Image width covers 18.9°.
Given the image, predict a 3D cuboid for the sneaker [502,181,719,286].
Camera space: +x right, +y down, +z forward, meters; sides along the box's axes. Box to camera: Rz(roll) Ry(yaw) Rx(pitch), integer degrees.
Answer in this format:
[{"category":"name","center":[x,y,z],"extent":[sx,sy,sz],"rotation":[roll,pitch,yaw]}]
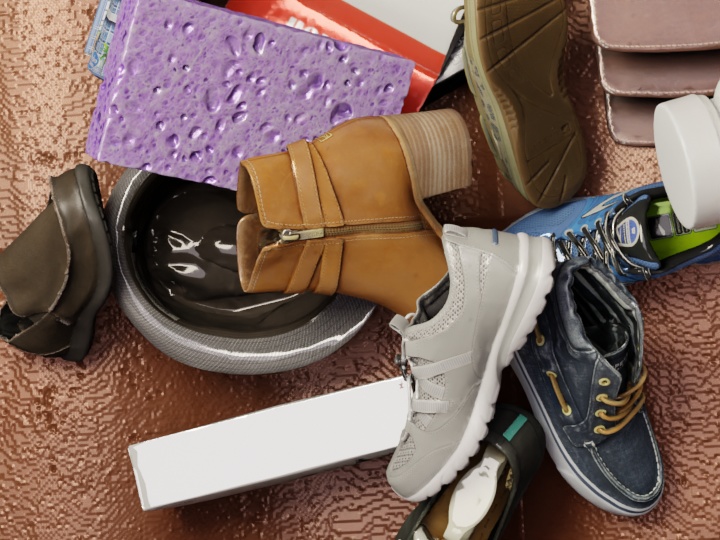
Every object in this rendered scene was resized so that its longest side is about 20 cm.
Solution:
[{"category":"sneaker","center":[0.171,-0.024,1.456],"extent":[0.199,0.089,0.079],"rotation":[-18,82,10]}]

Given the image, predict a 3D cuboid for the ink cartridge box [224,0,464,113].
[{"category":"ink cartridge box","center":[-0.001,-0.202,1.469],"extent":[0.162,0.050,0.201],"rotation":[29,84,9]}]

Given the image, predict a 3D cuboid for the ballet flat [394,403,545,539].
[{"category":"ballet flat","center":[0.058,0.176,1.435],"extent":[0.068,0.068,0.201],"rotation":[27,112,11]}]

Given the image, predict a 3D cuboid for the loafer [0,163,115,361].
[{"category":"loafer","center":[-0.211,0.004,1.464],"extent":[0.071,0.200,0.073],"rotation":[-5,56,-18]}]

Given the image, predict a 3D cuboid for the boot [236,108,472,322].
[{"category":"boot","center":[0.000,0.000,1.391],"extent":[0.155,0.077,0.201],"rotation":[-15,120,-22]}]

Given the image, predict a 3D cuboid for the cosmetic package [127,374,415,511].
[{"category":"cosmetic package","center":[-0.051,0.119,1.485],"extent":[0.199,0.083,0.051],"rotation":[-15,82,9]}]

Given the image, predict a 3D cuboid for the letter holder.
[{"category":"letter holder","center":[0.256,-0.161,1.449],"extent":[0.199,0.101,0.143],"rotation":[-7,86,9]}]

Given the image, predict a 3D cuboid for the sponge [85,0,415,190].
[{"category":"sponge","center":[-0.069,-0.105,1.385],"extent":[0.199,0.030,0.112],"rotation":[12,101,-28]}]

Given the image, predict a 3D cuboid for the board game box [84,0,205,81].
[{"category":"board game box","center":[-0.128,-0.230,1.448],"extent":[0.061,0.200,0.201],"rotation":[19,100,0]}]

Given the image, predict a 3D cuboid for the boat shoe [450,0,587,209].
[{"category":"boat shoe","center":[0.098,-0.136,1.443],"extent":[0.073,0.063,0.201],"rotation":[-24,119,-23]}]

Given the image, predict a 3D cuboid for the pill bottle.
[{"category":"pill bottle","center":[0.293,-0.089,1.374],"extent":[0.199,0.112,0.113],"rotation":[-14,83,-3]}]

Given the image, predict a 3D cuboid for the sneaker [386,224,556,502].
[{"category":"sneaker","center":[0.052,0.054,1.375],"extent":[0.082,0.075,0.201],"rotation":[20,112,-7]}]

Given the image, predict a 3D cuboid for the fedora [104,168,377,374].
[{"category":"fedora","center":[-0.077,-0.016,1.496],"extent":[0.199,0.090,0.178],"rotation":[-3,86,2]}]

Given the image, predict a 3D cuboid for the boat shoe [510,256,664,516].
[{"category":"boat shoe","center":[0.158,0.079,1.414],"extent":[0.071,0.091,0.201],"rotation":[-42,108,-28]}]

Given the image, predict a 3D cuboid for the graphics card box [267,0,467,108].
[{"category":"graphics card box","center":[-0.003,-0.203,1.521],"extent":[0.125,0.051,0.201],"rotation":[-28,82,6]}]
